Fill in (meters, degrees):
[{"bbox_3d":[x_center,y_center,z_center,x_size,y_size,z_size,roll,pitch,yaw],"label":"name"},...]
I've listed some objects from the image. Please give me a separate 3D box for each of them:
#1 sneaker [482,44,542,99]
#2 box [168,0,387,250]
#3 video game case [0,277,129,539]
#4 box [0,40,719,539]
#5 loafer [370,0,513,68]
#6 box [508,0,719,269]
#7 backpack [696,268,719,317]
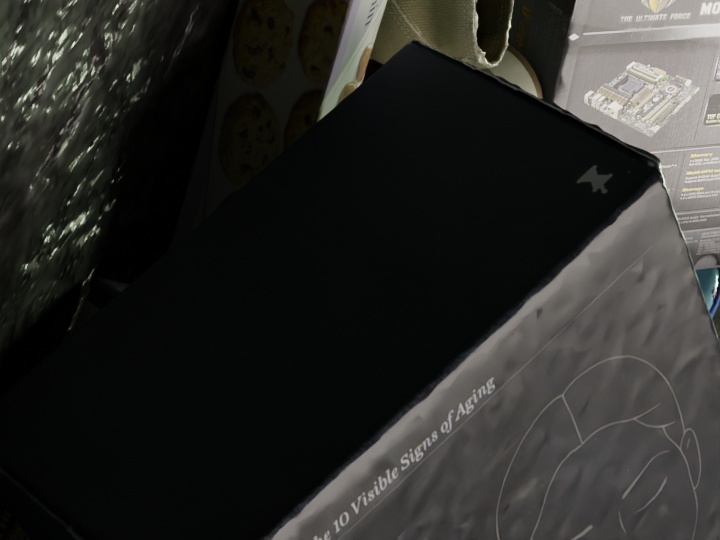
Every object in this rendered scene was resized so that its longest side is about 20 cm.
[{"bbox_3d":[0.000,0.000,1.076,0.090,0.067,0.201,-23,143,-51],"label":"sneaker"},{"bbox_3d":[-0.018,-0.081,0.876,0.039,0.041,0.201,-44,157,-56],"label":"box"},{"bbox_3d":[-0.046,0.105,0.927,0.200,0.025,0.181,14,103,-45],"label":"video game case"},{"bbox_3d":[0.014,0.074,0.856,0.200,0.124,0.197,-41,136,-18],"label":"box"},{"bbox_3d":[0.048,-0.156,0.930,0.076,0.068,0.201,-45,157,-57],"label":"loafer"},{"bbox_3d":[0.148,-0.078,1.121,0.199,0.048,0.159,-7,123,-28],"label":"box"},{"bbox_3d":[0.104,0.030,1.386,0.183,0.134,0.200,-57,163,-34],"label":"backpack"}]
